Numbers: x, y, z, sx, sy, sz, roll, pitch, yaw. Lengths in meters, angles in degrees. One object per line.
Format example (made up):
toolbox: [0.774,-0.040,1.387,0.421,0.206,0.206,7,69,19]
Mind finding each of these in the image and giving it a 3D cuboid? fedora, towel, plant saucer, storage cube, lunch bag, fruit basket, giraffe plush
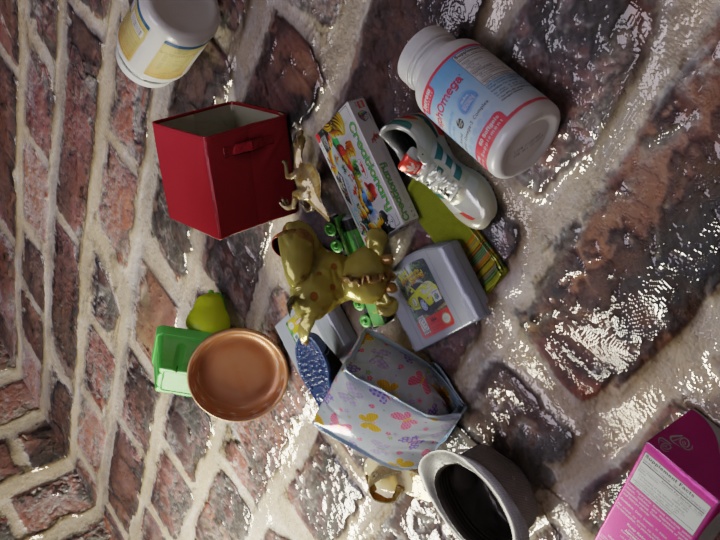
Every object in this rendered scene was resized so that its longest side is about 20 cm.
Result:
fedora: [0.188,0.330,1.303,0.200,0.090,0.177,51,143,12]
towel: [0.128,-0.052,1.247,0.200,0.018,0.086,56,142,18]
plant saucer: [-0.242,0.203,1.741,0.037,0.199,0.201,-112,14,-70]
storage cube: [-0.233,-0.179,1.524,0.200,0.171,0.181,21,125,45]
lunch bag: [0.050,0.213,1.393,0.199,0.127,0.170,30,134,4]
fruit basket: [-0.330,0.153,1.840,0.216,0.215,0.156,51,143,23]
giraffe plush: [-0.028,0.005,1.326,0.200,0.161,0.173,-97,-5,-60]

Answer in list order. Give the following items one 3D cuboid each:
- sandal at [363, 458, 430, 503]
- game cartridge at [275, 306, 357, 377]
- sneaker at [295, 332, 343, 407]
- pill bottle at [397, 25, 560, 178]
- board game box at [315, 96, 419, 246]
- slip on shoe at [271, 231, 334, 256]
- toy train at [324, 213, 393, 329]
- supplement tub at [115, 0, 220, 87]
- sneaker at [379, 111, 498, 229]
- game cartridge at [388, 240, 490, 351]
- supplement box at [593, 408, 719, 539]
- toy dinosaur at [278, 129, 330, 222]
sandal: [0.046,0.371,1.527,0.211,0.069,0.078,-5,103,54]
game cartridge: [-0.082,0.121,1.598,0.134,0.040,0.200,58,144,8]
sneaker: [-0.046,0.190,1.529,0.070,0.078,0.201,-13,105,36]
pill bottle: [0.138,-0.211,1.073,0.200,0.108,0.109,47,139,28]
board game box: [0.008,-0.145,1.332,0.126,0.035,0.201,-33,81,60]
slip on shoe: [-0.081,-0.010,1.506,0.200,0.061,0.074,39,133,33]
toy train: [0.000,0.000,1.413,0.056,0.042,0.201,-13,102,40]
supplement tub: [-0.349,-0.426,1.569,0.200,0.144,0.145,-28,85,54]
sneaker: [0.097,-0.128,1.175,0.200,0.093,0.070,56,134,19]
game cartridge: [0.105,0.035,1.295,0.200,0.041,0.134,-39,72,59]
supplement box: [0.368,0.278,1.032,0.103,0.101,0.201,42,136,32]
toy dinosaur: [-0.086,-0.129,1.454,0.101,0.058,0.201,-32,81,53]
